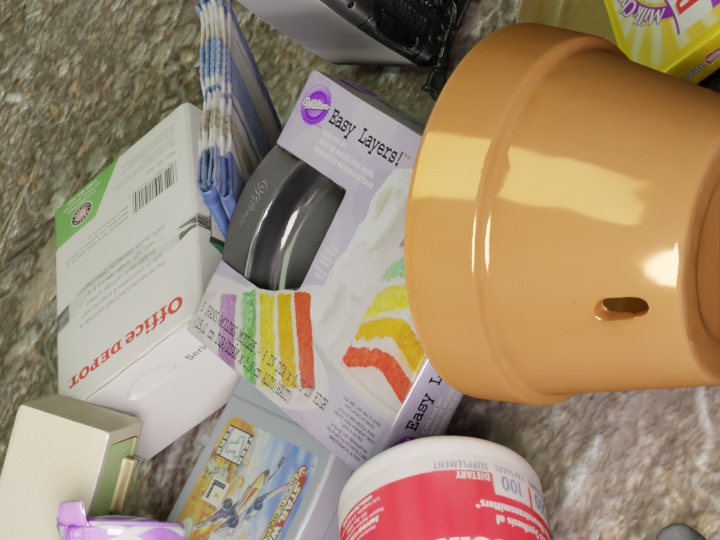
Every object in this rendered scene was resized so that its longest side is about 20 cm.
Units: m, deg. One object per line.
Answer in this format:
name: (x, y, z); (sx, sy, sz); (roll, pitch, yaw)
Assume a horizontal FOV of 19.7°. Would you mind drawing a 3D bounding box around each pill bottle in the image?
pill bottle: (0.050, 0.194, 1.050); (0.112, 0.112, 0.201); (-34, 43, 29)

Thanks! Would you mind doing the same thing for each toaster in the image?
toaster: (-0.003, -0.238, 1.376); (0.118, 0.181, 0.201); (5, 67, 54)

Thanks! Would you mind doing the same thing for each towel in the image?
towel: (-0.078, -0.074, 1.373); (0.024, 0.147, 0.201); (-13, 47, 9)

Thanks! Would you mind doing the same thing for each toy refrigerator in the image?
toy refrigerator: (-0.199, 0.187, 1.321); (0.070, 0.076, 0.201); (16, 94, 10)

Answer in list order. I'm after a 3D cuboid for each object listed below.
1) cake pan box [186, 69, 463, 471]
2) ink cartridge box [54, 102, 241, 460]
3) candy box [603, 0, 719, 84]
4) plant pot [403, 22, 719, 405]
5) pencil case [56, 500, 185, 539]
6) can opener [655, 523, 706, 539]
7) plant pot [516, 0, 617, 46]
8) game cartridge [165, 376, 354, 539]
cake pan box: (0.000, 0.000, 1.211); (0.200, 0.052, 0.185); (37, 103, 43)
ink cartridge box: (-0.135, 0.009, 1.424); (0.146, 0.084, 0.201); (-36, 42, 28)
candy box: (0.182, -0.190, 1.205); (0.102, 0.026, 0.201); (-40, 39, 28)
plant pot: (0.133, -0.022, 1.060); (0.140, 0.200, 0.201); (10, 71, 35)
pencil case: (-0.149, 0.242, 1.231); (0.084, 0.085, 0.201); (-12, 72, 46)
can opener: (0.148, 0.204, 0.965); (0.053, 0.067, 0.201); (-34, 42, 28)
plant pot: (0.177, -0.174, 1.244); (0.200, 0.027, 0.201); (-30, 43, 33)
game cartridge: (-0.063, 0.150, 1.280); (0.133, 0.041, 0.201); (16, 77, 57)
